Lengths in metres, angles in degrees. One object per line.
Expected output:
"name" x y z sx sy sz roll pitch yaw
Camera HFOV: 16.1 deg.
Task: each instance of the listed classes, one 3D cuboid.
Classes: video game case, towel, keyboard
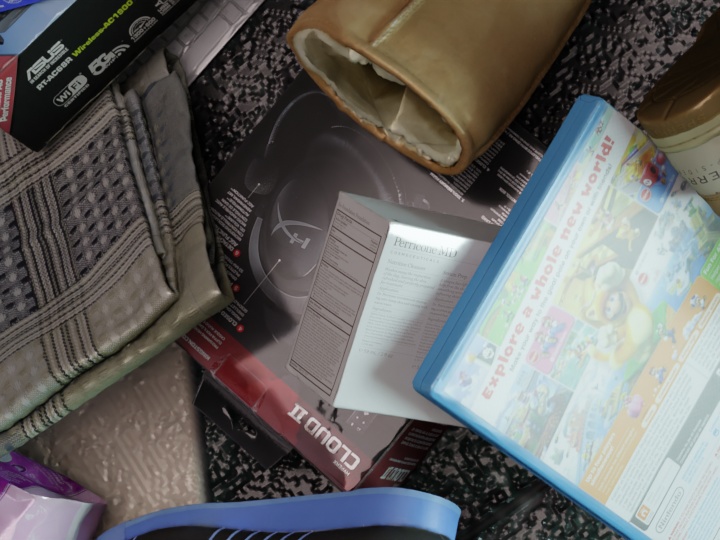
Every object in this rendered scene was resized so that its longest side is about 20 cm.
"video game case" 0.127 0.038 1.093 0.018 0.200 0.143 19 75 57
"towel" -0.154 -0.005 1.186 0.200 0.035 0.193 -33 39 14
"keyboard" -0.072 -0.145 1.255 0.056 0.011 0.200 43 95 15

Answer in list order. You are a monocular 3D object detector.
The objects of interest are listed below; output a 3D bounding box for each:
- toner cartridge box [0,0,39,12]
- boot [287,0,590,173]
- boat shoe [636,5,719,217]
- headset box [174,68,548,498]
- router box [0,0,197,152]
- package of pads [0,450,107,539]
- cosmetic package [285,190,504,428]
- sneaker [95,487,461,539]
"toner cartridge box" -0.219 -0.158 1.185 0.199 0.043 0.095 -13 66 24
"boot" 0.035 -0.160 1.146 0.175 0.066 0.200 34 60 17
"boat shoe" 0.186 -0.086 1.111 0.074 0.200 0.067 -16 109 44
"headset box" 0.000 0.000 1.184 0.149 0.077 0.200 40 95 16
"router box" -0.161 -0.177 1.226 0.150 0.062 0.200 -42 56 5
"package of pads" -0.212 0.176 1.210 0.120 0.076 0.201 22 89 27
"cosmetic package" 0.071 0.026 1.103 0.051 0.199 0.083 36 111 55
"sneaker" -0.045 0.150 1.154 0.199 0.070 0.078 -12 61 33
